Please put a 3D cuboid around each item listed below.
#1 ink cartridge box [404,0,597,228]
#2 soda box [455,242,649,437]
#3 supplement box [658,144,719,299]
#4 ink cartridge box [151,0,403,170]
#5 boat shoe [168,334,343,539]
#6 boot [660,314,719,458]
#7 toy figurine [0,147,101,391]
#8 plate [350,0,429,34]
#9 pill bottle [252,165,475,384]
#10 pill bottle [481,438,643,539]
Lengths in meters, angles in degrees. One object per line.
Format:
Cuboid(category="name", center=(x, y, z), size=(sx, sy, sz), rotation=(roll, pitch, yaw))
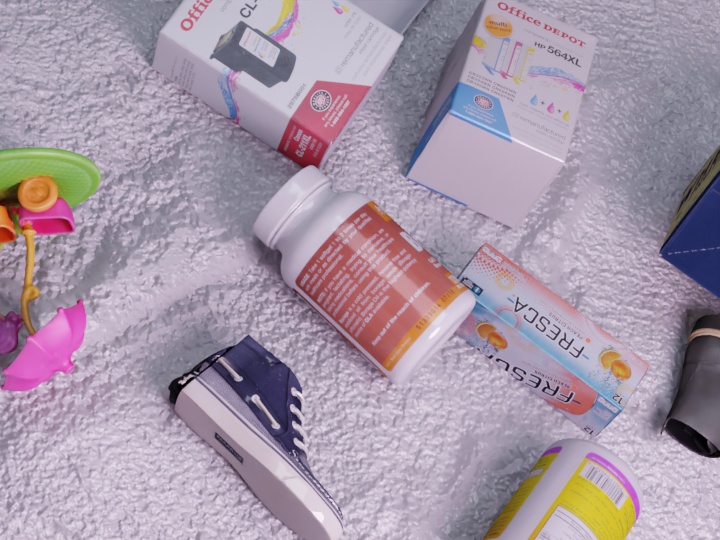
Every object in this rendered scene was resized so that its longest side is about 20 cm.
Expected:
Cuboid(category="ink cartridge box", center=(0.146, -0.173, 1.826), size=(0.128, 0.125, 0.201), rotation=(23, 55, -7))
Cuboid(category="soda box", center=(0.172, 0.067, 1.725), size=(0.200, 0.064, 0.068), rotation=(37, 54, 4))
Cuboid(category="supplement box", center=(0.427, -0.041, 1.806), size=(0.200, 0.134, 0.200), rotation=(36, 26, 2))
Cuboid(category="ink cartridge box", center=(-0.083, -0.214, 1.768), size=(0.200, 0.083, 0.146), rotation=(33, 68, 0))
Cuboid(category="boat shoe", center=(-0.068, 0.142, 1.573), size=(0.200, 0.075, 0.093), rotation=(45, 62, 10))
Cuboid(category="boot", center=(0.396, 0.147, 1.769), size=(0.199, 0.078, 0.139), rotation=(24, 58, 8))
Cuboid(category="toy figurine", center=(-0.310, 0.013, 1.540), size=(0.199, 0.150, 0.185), rotation=(-9, 71, -2))
Cuboid(category="plate", center=(-0.029, -0.309, 1.899), size=(0.199, 0.032, 0.200), rotation=(34, 54, 2))
Cuboid(category="pill bottle", center=(0.000, 0.000, 1.667), size=(0.200, 0.112, 0.112), rotation=(43, 54, 7))
Cuboid(category="pill bottle", center=(0.161, 0.247, 1.583), size=(0.104, 0.104, 0.200), rotation=(39, 54, 5))
